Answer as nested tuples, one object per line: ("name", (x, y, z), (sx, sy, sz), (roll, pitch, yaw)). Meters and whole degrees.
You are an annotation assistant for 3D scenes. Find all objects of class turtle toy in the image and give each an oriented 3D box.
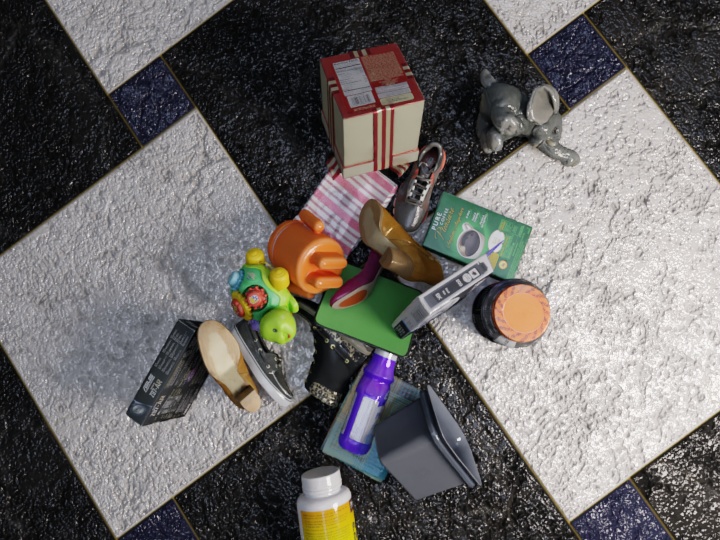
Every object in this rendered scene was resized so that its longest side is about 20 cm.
("turtle toy", (-0.186, 0.062, 1.020), (0.101, 0.147, 0.199), (-33, 53, -32))

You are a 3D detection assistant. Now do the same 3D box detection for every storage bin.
("storage bin", (0.117, 0.329, 0.998), (0.133, 0.146, 0.201), (-28, 124, 11))

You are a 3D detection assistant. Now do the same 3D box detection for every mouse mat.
("mouse mat", (0.020, 0.073, 1.056), (0.197, 0.008, 0.163), (20, 56, 1))

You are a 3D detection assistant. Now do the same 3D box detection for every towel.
("towel", (-0.033, -0.138, 1.113), (0.146, 0.030, 0.201), (37, 89, 7))
("towel", (0.026, 0.306, 1.078), (0.145, 0.022, 0.202), (26, 86, 5))

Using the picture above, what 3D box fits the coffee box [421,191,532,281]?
("coffee box", (0.235, -0.067, 1.080), (0.197, 0.044, 0.125), (21, 87, 5))

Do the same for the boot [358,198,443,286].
("boot", (0.081, -0.049, 1.043), (0.071, 0.143, 0.203), (-49, 41, 27))

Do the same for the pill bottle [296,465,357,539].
("pill bottle", (-0.064, 0.493, 1.024), (0.107, 0.109, 0.204), (-9, 85, 3))

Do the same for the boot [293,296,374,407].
("boot", (-0.087, 0.161, 1.072), (0.202, 0.073, 0.155), (32, 99, 18))

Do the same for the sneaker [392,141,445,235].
("sneaker", (0.116, -0.173, 1.078), (0.076, 0.082, 0.203), (18, 87, 5))

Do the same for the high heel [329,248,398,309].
("high heel", (0.000, 0.000, 1.056), (0.198, 0.068, 0.096), (-29, 66, -31))

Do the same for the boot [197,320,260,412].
("boot", (-0.266, 0.183, 1.029), (0.070, 0.143, 0.203), (-32, 104, -23))

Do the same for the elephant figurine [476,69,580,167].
("elephant figurine", (0.342, -0.303, 1.064), (0.196, 0.157, 0.143), (-4, 42, -7))

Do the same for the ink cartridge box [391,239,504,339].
("ink cartridge box", (0.164, 0.041, 0.973), (0.198, 0.198, 0.044), (-32, 78, -18))

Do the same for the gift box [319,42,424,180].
("gift box", (0.015, -0.286, 1.024), (0.181, 0.188, 0.203), (-11, 63, -6))

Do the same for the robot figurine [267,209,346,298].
("robot figurine", (-0.110, -0.028, 1.045), (0.116, 0.145, 0.199), (-38, 42, -18))

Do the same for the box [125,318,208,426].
("box", (-0.351, 0.198, 1.042), (0.043, 0.160, 0.202), (29, 88, 14))

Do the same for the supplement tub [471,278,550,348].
("supplement tub", (0.278, 0.079, 0.987), (0.120, 0.200, 0.125), (0, 86, 5))

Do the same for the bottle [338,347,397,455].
("bottle", (0.019, 0.251, 1.032), (0.064, 0.084, 0.203), (19, 84, 13))

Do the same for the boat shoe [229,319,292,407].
("boat shoe", (-0.194, 0.183, 1.081), (0.056, 0.069, 0.201), (-37, 82, 0))
